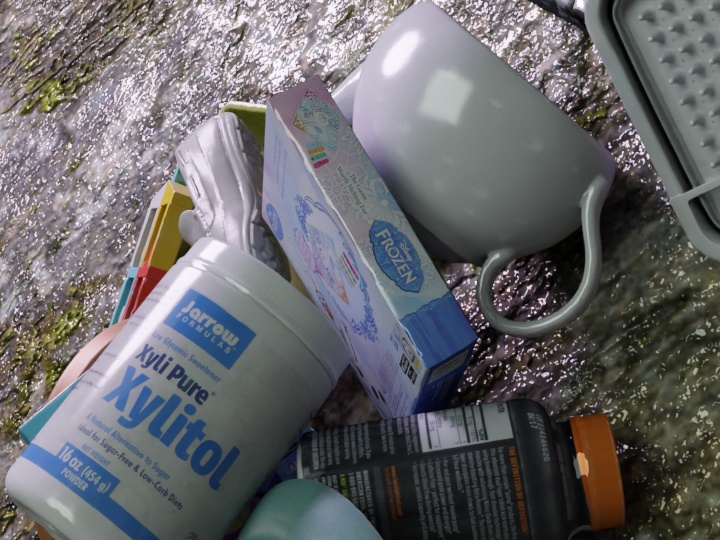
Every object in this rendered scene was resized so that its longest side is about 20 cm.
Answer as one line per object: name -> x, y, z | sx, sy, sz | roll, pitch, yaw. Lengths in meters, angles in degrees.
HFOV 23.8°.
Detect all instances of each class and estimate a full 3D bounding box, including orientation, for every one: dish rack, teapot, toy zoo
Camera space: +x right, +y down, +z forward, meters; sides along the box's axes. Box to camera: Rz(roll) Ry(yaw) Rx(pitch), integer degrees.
dish rack -> 0.248, -0.122, 1.049 | 0.171, 0.043, 0.201 | -25, 94, 32
teapot -> 0.066, -0.069, 1.140 | 0.146, 0.197, 0.200 | -51, 16, 7
toy zoo -> -0.173, 0.007, 1.384 | 0.131, 0.020, 0.202 | 180, 108, -76

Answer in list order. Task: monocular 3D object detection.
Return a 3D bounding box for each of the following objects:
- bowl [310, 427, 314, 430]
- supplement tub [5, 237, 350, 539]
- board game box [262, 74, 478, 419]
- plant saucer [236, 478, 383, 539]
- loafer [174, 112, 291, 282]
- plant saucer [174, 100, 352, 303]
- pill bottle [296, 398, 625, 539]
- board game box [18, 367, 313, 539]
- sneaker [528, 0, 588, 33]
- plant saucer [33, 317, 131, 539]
bowl -> -0.090, 0.204, 1.208 | 0.199, 0.090, 0.204 | 1, 74, -5
supplement tub -> -0.113, 0.095, 1.064 | 0.131, 0.132, 0.201 | 22, 69, 43
board game box -> 0.000, 0.000, 1.133 | 0.043, 0.200, 0.200 | -29, 76, -13
plant saucer -> -0.031, 0.226, 1.016 | 0.199, 0.036, 0.202 | 21, 116, 50
loafer -> -0.099, -0.030, 1.281 | 0.069, 0.070, 0.201 | -26, 48, 14
plant saucer -> -0.057, -0.022, 1.324 | 0.199, 0.048, 0.202 | 12, 81, 42
pill bottle -> 0.064, 0.140, 1.074 | 0.198, 0.106, 0.107 | -9, 63, 3
board game box -> -0.108, 0.137, 1.147 | 0.151, 0.047, 0.200 | -40, 86, -15
sneaker -> 0.160, -0.239, 1.213 | 0.200, 0.075, 0.116 | 39, 95, 32
plant saucer -> -0.156, 0.134, 1.244 | 0.032, 0.200, 0.202 | 13, 82, 37
